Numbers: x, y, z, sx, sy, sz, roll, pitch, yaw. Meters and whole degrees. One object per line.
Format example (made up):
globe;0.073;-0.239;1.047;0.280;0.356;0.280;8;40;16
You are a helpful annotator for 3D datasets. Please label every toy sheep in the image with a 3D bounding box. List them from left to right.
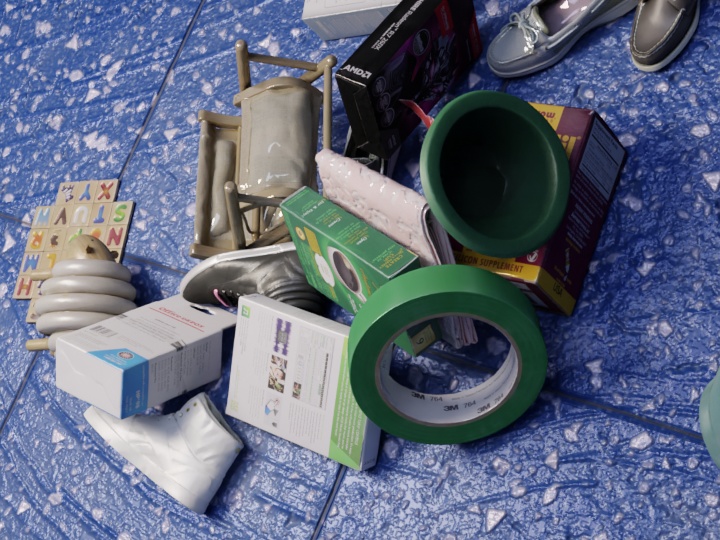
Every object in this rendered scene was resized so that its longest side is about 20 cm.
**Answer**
toy sheep;-0.337;0.054;1.823;0.138;0.138;0.200;-6;81;28

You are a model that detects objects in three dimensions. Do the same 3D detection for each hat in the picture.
hat;0.107;-0.087;1.549;0.176;0.166;0.200;-31;30;62

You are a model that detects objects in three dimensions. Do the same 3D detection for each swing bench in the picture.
swing bench;-0.116;-0.131;1.758;0.200;0.130;0.199;131;143;-61

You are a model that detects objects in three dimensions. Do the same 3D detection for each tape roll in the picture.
tape roll;0.087;0.088;1.511;0.200;0.200;0.048;-28;32;17

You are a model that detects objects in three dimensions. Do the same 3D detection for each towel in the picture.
towel;0.035;-0.024;1.586;0.032;0.191;0.200;-33;36;-22

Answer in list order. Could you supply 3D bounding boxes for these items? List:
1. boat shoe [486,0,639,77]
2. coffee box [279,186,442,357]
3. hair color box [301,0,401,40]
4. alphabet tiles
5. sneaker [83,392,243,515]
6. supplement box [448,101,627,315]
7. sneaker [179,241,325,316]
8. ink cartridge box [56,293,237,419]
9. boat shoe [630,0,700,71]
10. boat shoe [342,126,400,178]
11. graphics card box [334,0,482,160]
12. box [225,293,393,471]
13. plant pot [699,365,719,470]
boat shoe;0.226;-0.291;1.686;0.202;0.065;0.075;-28;57;17
coffee box;0.000;0.000;1.590;0.044;0.123;0.200;-36;41;-20
hair color box;0.033;-0.349;1.828;0.200;0.061;0.099;-3;67;30
alphabet tiles;-0.377;-0.026;1.953;0.166;0.006;0.200;-1;68;29
sneaker;-0.222;0.183;1.734;0.200;0.074;0.116;33;85;27
supplement box;0.182;-0.069;1.587;0.131;0.103;0.200;10;74;34
sneaker;-0.126;0.032;1.739;0.200;0.071;0.099;-13;58;20
ink cartridge box;-0.242;0.097;1.742;0.116;0.200;0.067;21;117;35
boat shoe;0.343;-0.316;1.631;0.072;0.061;0.201;20;79;35
boat shoe;0.003;-0.108;1.730;0.074;0.068;0.200;6;72;32
graphics card box;0.058;-0.237;1.686;0.051;0.126;0.200;27;63;30
box;-0.059;0.121;1.645;0.200;0.036;0.145;19;109;35
plant pot;0.392;0.128;1.338;0.134;0.200;0.201;-33;51;47
